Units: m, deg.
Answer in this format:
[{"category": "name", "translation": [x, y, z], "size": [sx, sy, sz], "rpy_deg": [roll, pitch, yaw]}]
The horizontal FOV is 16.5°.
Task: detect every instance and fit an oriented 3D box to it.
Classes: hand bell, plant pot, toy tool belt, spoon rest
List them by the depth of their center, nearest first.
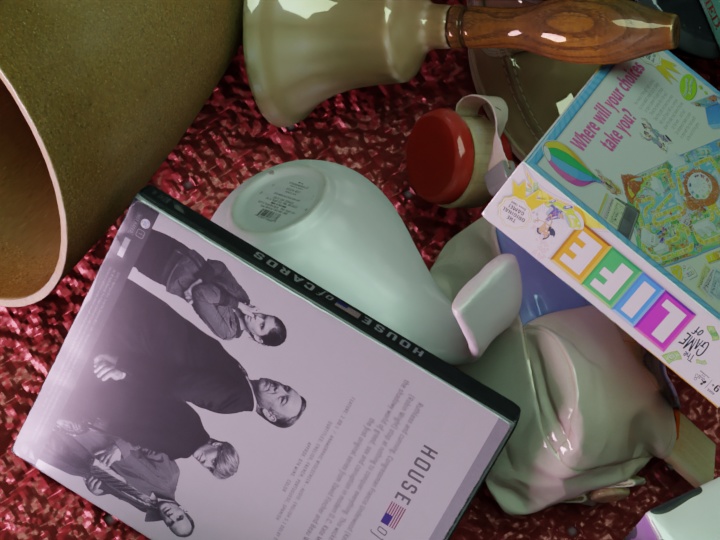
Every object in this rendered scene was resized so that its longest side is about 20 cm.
[{"category": "spoon rest", "translation": [0.000, 0.000, 1.171], "size": [0.099, 0.061, 0.199], "rpy_deg": [-43, 39, -22]}, {"category": "hand bell", "translation": [0.055, -0.117, 1.182], "size": [0.199, 0.104, 0.105], "rpy_deg": [4, 66, 21]}, {"category": "plant pot", "translation": [-0.139, -0.114, 1.182], "size": [0.186, 0.187, 0.200], "rpy_deg": [44, 55, 10]}, {"category": "toy tool belt", "translation": [0.100, 0.016, 1.198], "size": [0.122, 0.125, 0.201], "rpy_deg": [0, 64, -36]}]

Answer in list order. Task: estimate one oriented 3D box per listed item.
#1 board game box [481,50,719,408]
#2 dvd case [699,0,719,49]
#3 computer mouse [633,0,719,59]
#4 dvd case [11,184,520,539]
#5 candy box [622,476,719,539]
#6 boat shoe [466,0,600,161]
[{"category": "board game box", "translation": [0.145, -0.032, 1.147], "size": [0.134, 0.034, 0.200], "rpy_deg": [39, 31, 2]}, {"category": "dvd case", "translation": [0.268, -0.144, 1.293], "size": [0.199, 0.022, 0.147], "rpy_deg": [-17, 80, -27]}, {"category": "computer mouse", "translation": [0.154, -0.198, 1.304], "size": [0.138, 0.053, 0.201], "rpy_deg": [-10, 77, -26]}, {"category": "dvd case", "translation": [-0.046, 0.074, 1.138], "size": [0.199, 0.151, 0.025], "rpy_deg": [31, 23, 4]}, {"category": "candy box", "translation": [0.248, 0.157, 1.174], "size": [0.199, 0.072, 0.168], "rpy_deg": [-23, 73, -16]}, {"category": "boat shoe", "translation": [0.088, -0.138, 1.270], "size": [0.071, 0.065, 0.201], "rpy_deg": [-15, 71, -13]}]
